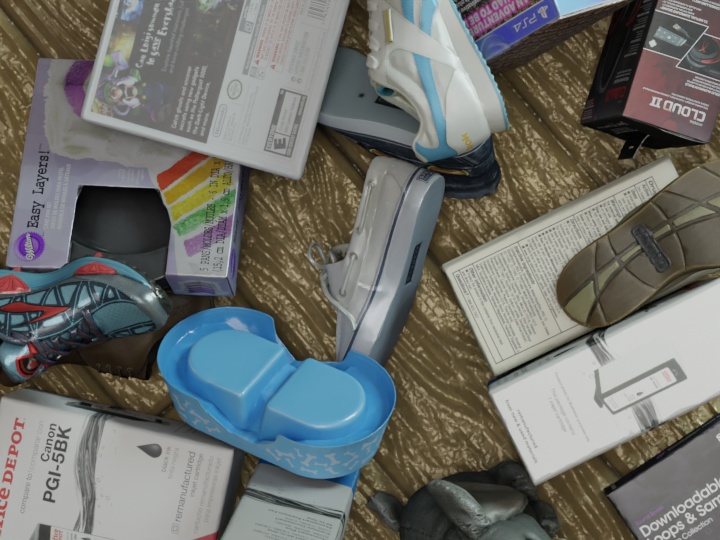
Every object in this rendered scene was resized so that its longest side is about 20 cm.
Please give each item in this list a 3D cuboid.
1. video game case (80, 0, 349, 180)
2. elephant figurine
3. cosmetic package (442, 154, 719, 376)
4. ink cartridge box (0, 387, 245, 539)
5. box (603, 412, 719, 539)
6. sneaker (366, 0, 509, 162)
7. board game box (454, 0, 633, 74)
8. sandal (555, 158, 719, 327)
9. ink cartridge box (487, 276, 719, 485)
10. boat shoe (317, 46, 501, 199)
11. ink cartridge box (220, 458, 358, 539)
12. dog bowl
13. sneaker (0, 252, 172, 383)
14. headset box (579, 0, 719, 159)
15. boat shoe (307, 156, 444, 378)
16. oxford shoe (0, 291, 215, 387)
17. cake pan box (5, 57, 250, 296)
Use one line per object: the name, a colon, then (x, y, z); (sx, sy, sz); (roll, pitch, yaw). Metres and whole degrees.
video game case: (-0.108, -0.191, 1.264); (0.181, 0.023, 0.201); (15, 94, -5)
elephant figurine: (0.098, 0.216, 1.240); (0.155, 0.200, 0.142); (-29, 88, 4)
cosmetic package: (0.176, -0.003, 1.291); (0.199, 0.087, 0.104); (-25, 87, 5)
ink cartridge box: (-0.208, 0.190, 1.321); (0.199, 0.083, 0.147); (12, 92, 4)
box: (0.312, 0.224, 1.307); (0.143, 0.036, 0.200); (-35, 86, 3)
sneaker: (0.035, -0.179, 1.215); (0.081, 0.077, 0.200); (-28, 78, 0)
board game box: (0.103, -0.268, 1.251); (0.097, 0.159, 0.201); (-21, 88, -34)
sandal: (0.241, -0.023, 1.220); (0.200, 0.054, 0.080); (-32, 82, 19)
ink cartridge box: (0.206, 0.084, 1.260); (0.200, 0.146, 0.085); (-27, 86, 3)
boat shoe: (0.022, -0.116, 1.315); (0.200, 0.091, 0.071); (23, 64, 30)
ink cartridge box: (-0.069, 0.243, 1.230); (0.084, 0.200, 0.146); (17, 107, 4)
dog bowl: (-0.067, 0.099, 1.271); (0.199, 0.112, 0.050); (21, 133, 22)
sneaker: (-0.237, 0.050, 1.234); (0.199, 0.079, 0.096); (-6, 47, 23)
headset box: (0.242, -0.181, 1.253); (0.075, 0.149, 0.201); (17, 92, -5)
boat shoe: (-0.002, 0.000, 1.302); (0.086, 0.075, 0.203); (24, 114, 19)
oxford shoe: (-0.214, 0.061, 1.329); (0.199, 0.073, 0.085); (-22, 90, 4)
cake pan box: (-0.185, -0.074, 1.308); (0.183, 0.052, 0.201); (3, 69, 6)
